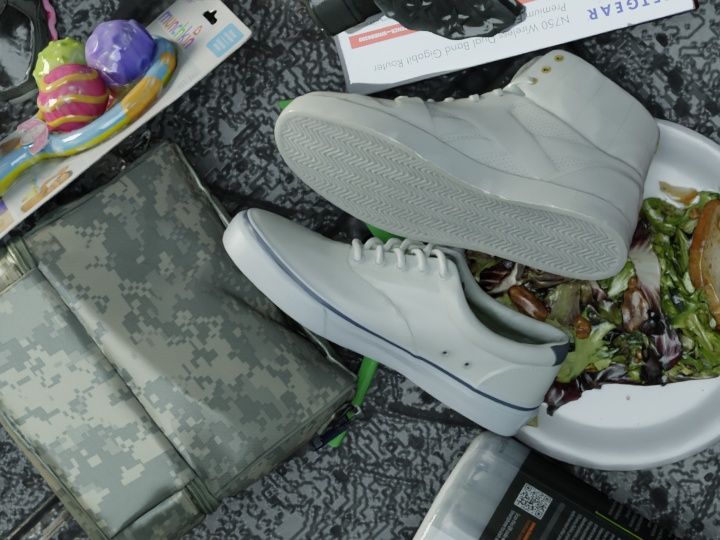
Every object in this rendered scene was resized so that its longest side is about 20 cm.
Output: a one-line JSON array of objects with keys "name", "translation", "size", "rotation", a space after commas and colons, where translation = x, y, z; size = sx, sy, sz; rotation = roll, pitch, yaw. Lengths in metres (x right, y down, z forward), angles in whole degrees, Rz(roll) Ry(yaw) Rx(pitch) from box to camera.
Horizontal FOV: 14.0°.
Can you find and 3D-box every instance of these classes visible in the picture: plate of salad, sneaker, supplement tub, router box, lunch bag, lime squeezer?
[{"name": "plate of salad", "translation": [0.142, 0.014, 1.623], "size": [0.200, 0.048, 0.200], "rotation": [1, 96, 9]}, {"name": "sneaker", "translation": [0.062, -0.074, 1.584], "size": [0.200, 0.116, 0.074], "rotation": [20, 141, 4]}, {"name": "sneaker", "translation": [0.022, 0.011, 1.593], "size": [0.200, 0.073, 0.071], "rotation": [30, 110, -12]}, {"name": "supplement tub", "translation": [0.122, 0.186, 1.605], "size": [0.200, 0.123, 0.123], "rotation": [31, 99, 6]}, {"name": "sneaker", "translation": [-0.237, -0.184, 1.641], "size": [0.079, 0.095, 0.200], "rotation": [-26, 92, 8]}, {"name": "sneaker", "translation": [0.001, -0.205, 1.570], "size": [0.104, 0.060, 0.200], "rotation": [-23, 97, 13]}, {"name": "router box", "translation": [0.068, -0.205, 1.613], "size": [0.200, 0.049, 0.180], "rotation": [-13, 93, 10]}, {"name": "lunch bag", "translation": [-0.116, 0.045, 1.620], "size": [0.168, 0.139, 0.200], "rotation": [-37, 89, 1]}, {"name": "lime squeezer", "translation": [0.000, 0.000, 1.649], "size": [0.070, 0.038, 0.200], "rotation": [-7, 96, 7]}]

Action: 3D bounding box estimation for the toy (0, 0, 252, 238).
[{"name": "toy", "translation": [-0.161, -0.094, 1.606], "size": [0.200, 0.115, 0.047], "rotation": [-42, 118, 0]}]
